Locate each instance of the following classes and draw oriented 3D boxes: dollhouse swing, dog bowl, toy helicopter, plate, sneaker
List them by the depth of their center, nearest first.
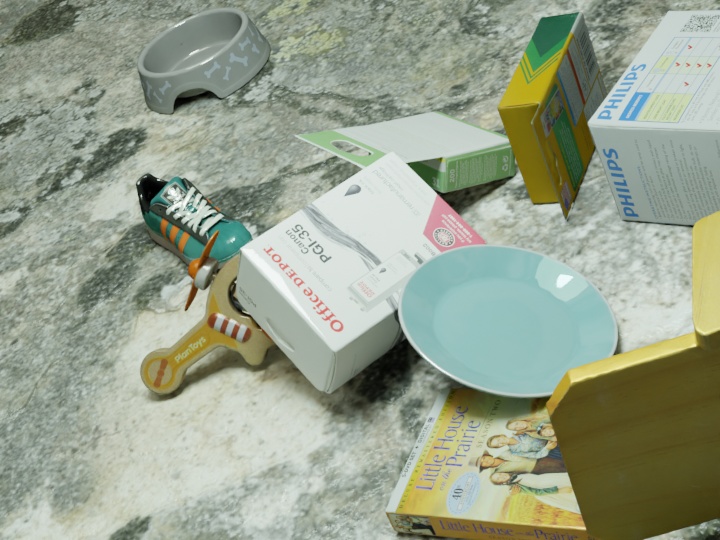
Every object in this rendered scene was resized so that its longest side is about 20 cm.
[{"bbox_3d":[0.242,0.079,1.017,0.174,0.201,0.182,-9,37,19],"label":"dollhouse swing"},{"bbox_3d":[0.131,0.049,1.228,0.198,0.026,0.201,5,40,-4],"label":"plate"},{"bbox_3d":[-0.150,0.049,1.393,0.200,0.133,0.079,-38,2,11],"label":"toy helicopter"},{"bbox_3d":[-0.203,-0.061,1.596,0.071,0.080,0.199,-42,38,-24],"label":"sneaker"},{"bbox_3d":[-0.231,-0.307,1.965,0.199,0.059,0.201,-17,34,12],"label":"dog bowl"}]

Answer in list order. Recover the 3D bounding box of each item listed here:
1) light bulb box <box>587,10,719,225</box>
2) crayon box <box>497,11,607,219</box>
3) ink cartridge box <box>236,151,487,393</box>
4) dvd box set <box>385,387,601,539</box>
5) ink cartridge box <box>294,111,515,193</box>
[{"bbox_3d":[0.360,-0.148,1.316,0.199,0.125,0.199,8,47,40],"label":"light bulb box"},{"bbox_3d":[0.202,-0.163,1.435,0.051,0.126,0.201,-3,40,30],"label":"crayon box"},{"bbox_3d":[0.000,0.000,1.316,0.199,0.083,0.147,-34,68,-26],"label":"ink cartridge box"},{"bbox_3d":[0.135,0.160,1.134,0.199,0.030,0.147,0,42,32],"label":"dvd box set"},{"bbox_3d":[0.049,-0.125,1.485,0.199,0.048,0.145,-16,27,-31],"label":"ink cartridge box"}]
